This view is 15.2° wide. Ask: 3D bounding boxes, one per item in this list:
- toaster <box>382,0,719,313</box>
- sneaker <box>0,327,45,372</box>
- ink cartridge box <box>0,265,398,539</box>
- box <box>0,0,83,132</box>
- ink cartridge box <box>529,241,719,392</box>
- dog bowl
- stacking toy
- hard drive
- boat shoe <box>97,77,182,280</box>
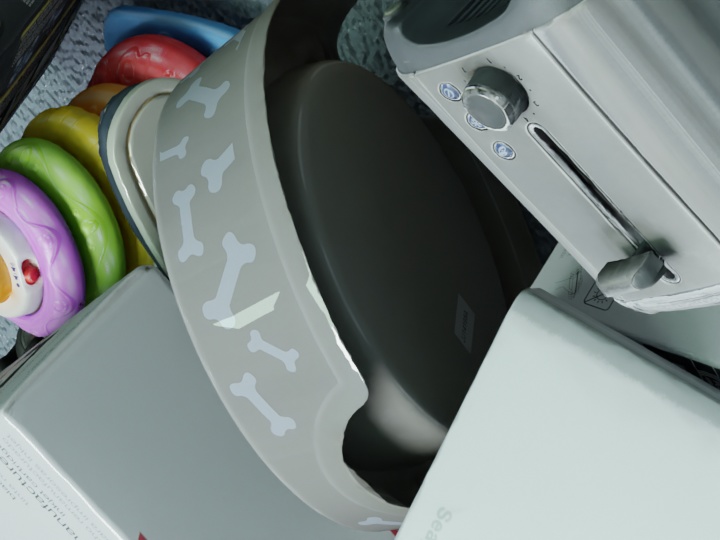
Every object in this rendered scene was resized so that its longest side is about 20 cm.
[{"bbox_3d":[0.110,-0.081,0.796,0.129,0.200,0.113,52,147,-17],"label":"toaster"},{"bbox_3d":[-0.096,0.040,1.176,0.098,0.071,0.200,45,146,-15],"label":"sneaker"},{"bbox_3d":[-0.088,0.096,1.025,0.145,0.083,0.200,46,154,-6],"label":"ink cartridge box"},{"bbox_3d":[-0.164,-0.077,1.090,0.049,0.200,0.161,34,142,-4],"label":"box"},{"bbox_3d":[0.157,0.004,0.843,0.199,0.100,0.039,19,158,39],"label":"ink cartridge box"},{"bbox_3d":[0.000,0.000,0.945,0.058,0.200,0.201,-23,96,24],"label":"dog bowl"},{"bbox_3d":[-0.120,-0.018,1.073,0.109,0.200,0.117,18,127,42],"label":"stacking toy"},{"bbox_3d":[0.107,0.111,0.832,0.200,0.026,0.132,30,101,19],"label":"hard drive"},{"bbox_3d":[-0.039,-0.009,1.041,0.200,0.075,0.062,38,171,-39],"label":"boat shoe"}]
